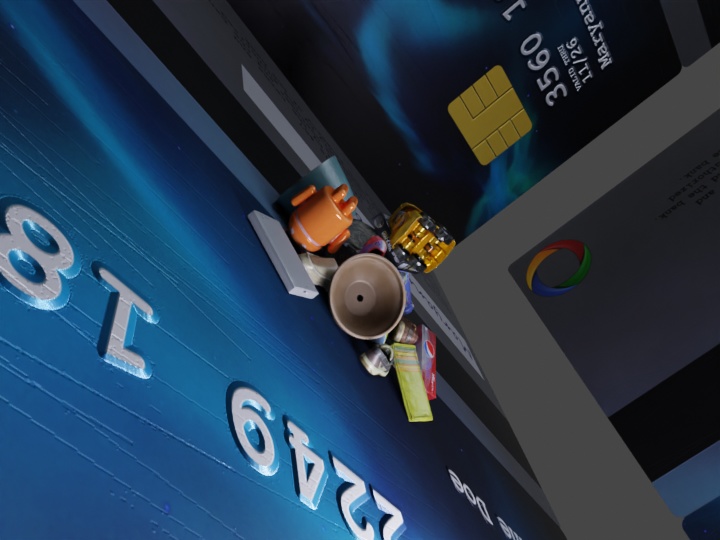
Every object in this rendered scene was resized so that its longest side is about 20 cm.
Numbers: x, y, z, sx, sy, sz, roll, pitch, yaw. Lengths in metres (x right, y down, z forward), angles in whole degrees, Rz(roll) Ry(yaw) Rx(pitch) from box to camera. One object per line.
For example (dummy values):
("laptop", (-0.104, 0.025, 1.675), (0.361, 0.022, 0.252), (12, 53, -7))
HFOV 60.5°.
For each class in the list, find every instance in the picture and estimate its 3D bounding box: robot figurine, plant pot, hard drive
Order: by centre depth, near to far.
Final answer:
("hard drive", (-0.173, -0.034, 1.388), (0.203, 0.026, 0.131), (60, 12, 17))
("robot figurine", (-0.096, -0.125, 1.526), (0.143, 0.198, 0.119), (34, 26, -49))
("plant pot", (0.008, 0.066, 1.528), (0.203, 0.199, 0.092), (53, -17, -5))
("plant pot", (-0.104, -0.180, 1.666), (0.163, 0.198, 0.201), (55, 11, -6))

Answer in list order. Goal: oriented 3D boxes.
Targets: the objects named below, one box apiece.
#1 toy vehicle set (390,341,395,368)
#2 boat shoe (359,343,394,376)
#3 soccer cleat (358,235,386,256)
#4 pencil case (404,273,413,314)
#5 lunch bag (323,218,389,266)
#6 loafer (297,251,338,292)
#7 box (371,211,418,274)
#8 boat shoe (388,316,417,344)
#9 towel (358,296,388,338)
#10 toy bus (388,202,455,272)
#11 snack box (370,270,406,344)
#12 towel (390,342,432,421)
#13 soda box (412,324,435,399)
("toy vehicle set", (0.135, 0.246, 1.800), (0.126, 0.026, 0.201), (53, 21, -15))
("boat shoe", (0.055, 0.216, 1.531), (0.073, 0.065, 0.200), (54, 10, 15))
("soccer cleat", (0.000, 0.000, 1.602), (0.066, 0.202, 0.077), (30, 21, -19))
("pencil case", (0.123, 0.043, 1.946), (0.078, 0.084, 0.208), (-164, -111, -76))
("lunch bag", (-0.016, -0.046, 1.738), (0.169, 0.138, 0.200), (51, 26, -7))
("loafer", (-0.090, -0.002, 1.537), (0.077, 0.068, 0.199), (60, 12, 30))
("box", (0.117, -0.078, 1.823), (0.199, 0.048, 0.166), (10, 55, -64))
("boat shoe", (0.120, 0.171, 1.715), (0.066, 0.074, 0.200), (21, 2, -2))
("towel", (0.043, 0.098, 1.901), (0.202, 0.034, 0.193), (53, 11, -10))
("toy bus", (0.145, -0.119, 1.720), (0.198, 0.136, 0.194), (29, 24, -47))
("snack box", (0.069, 0.091, 1.687), (0.066, 0.174, 0.200), (17, 10, 5))
("towel", (0.134, 0.286, 1.592), (0.084, 0.018, 0.206), (8, 58, -37))
("soda box", (0.167, 0.258, 1.711), (0.070, 0.062, 0.205), (38, 41, -33))
